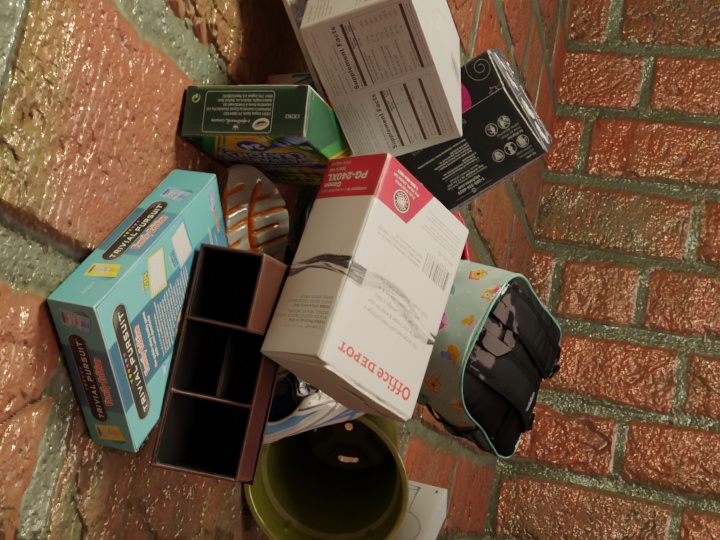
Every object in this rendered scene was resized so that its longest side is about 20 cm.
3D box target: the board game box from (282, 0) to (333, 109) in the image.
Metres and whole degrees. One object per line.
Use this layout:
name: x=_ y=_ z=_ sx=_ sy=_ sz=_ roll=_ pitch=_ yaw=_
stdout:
board game box: x=-0.037 y=-0.305 z=0.999 sx=0.201 sy=0.025 sz=0.202 roll=-69 pitch=144 yaw=-52

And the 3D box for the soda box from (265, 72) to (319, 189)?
soda box: x=-0.047 y=-0.155 z=1.073 sx=0.200 sy=0.067 sz=0.065 roll=46 pitch=46 yaw=-67

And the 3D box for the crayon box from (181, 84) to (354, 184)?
crayon box: x=-0.075 y=-0.126 z=0.917 sx=0.200 sy=0.124 sz=0.053 roll=26 pitch=68 yaw=-70

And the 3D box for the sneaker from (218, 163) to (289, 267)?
sneaker: x=-0.116 y=-0.008 z=0.936 sx=0.078 sy=0.077 sz=0.203 roll=-20 pitch=113 yaw=-36

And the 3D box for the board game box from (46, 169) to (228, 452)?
board game box: x=-0.178 y=0.029 z=0.801 sx=0.201 sy=0.046 sz=0.153 roll=-59 pitch=151 yaw=-49

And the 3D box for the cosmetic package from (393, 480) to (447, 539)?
cosmetic package: x=0.001 y=0.329 z=1.220 sx=0.151 sy=0.197 sz=0.053 roll=-45 pitch=140 yaw=-61

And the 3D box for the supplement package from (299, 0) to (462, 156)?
supplement package: x=0.027 y=-0.233 z=0.919 sx=0.202 sy=0.109 sz=0.157 roll=-83 pitch=154 yaw=-49

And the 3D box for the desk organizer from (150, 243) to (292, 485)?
desk organizer: x=-0.119 y=0.083 z=0.821 sx=0.077 sy=0.071 sz=0.203 roll=30 pitch=71 yaw=-69

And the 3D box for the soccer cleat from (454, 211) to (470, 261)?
soccer cleat: x=0.099 y=-0.076 z=1.163 sx=0.068 sy=0.073 sz=0.203 roll=-26 pitch=109 yaw=-35

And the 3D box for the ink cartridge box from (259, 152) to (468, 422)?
ink cartridge box: x=0.008 y=0.018 z=0.853 sx=0.145 sy=0.083 sz=0.203 roll=39 pitch=63 yaw=-43

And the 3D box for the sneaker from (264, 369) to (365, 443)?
sneaker: x=-0.044 y=0.131 z=1.008 sx=0.072 sy=0.197 sz=0.073 roll=61 pitch=-20 yaw=27

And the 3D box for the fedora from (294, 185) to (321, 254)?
fedora: x=0.000 y=0.000 z=0.995 sx=0.200 sy=0.090 sz=0.204 roll=-2 pitch=90 yaw=-75

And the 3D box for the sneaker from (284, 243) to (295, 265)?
sneaker: x=-0.057 y=0.022 z=1.112 sx=0.200 sy=0.078 sz=0.075 roll=49 pitch=50 yaw=-68

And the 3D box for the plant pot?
plant pot: x=-0.027 y=0.228 z=1.152 sx=0.184 sy=0.197 sz=0.204 roll=-55 pitch=149 yaw=-73

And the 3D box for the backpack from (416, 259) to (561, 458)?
backpack: x=0.122 y=0.084 z=1.005 sx=0.177 sy=0.152 sz=0.200 roll=-59 pitch=150 yaw=-14

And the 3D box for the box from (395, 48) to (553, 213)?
box: x=0.103 y=-0.144 z=1.057 sx=0.133 sy=0.198 sz=0.115 roll=58 pitch=21 yaw=-5
